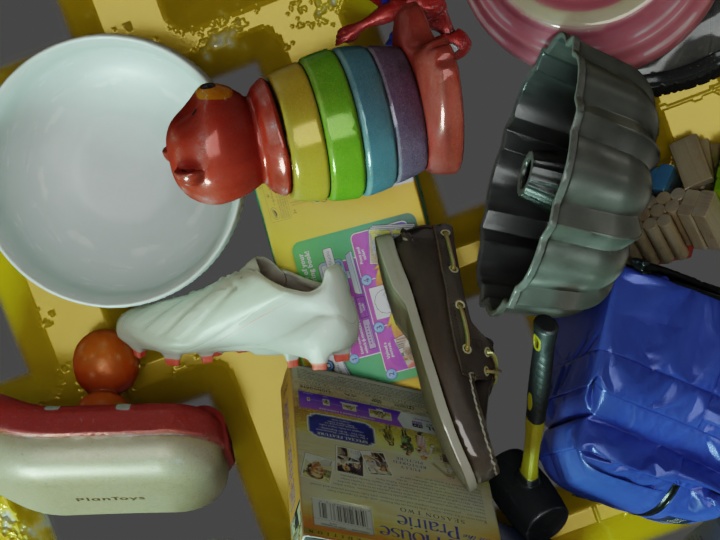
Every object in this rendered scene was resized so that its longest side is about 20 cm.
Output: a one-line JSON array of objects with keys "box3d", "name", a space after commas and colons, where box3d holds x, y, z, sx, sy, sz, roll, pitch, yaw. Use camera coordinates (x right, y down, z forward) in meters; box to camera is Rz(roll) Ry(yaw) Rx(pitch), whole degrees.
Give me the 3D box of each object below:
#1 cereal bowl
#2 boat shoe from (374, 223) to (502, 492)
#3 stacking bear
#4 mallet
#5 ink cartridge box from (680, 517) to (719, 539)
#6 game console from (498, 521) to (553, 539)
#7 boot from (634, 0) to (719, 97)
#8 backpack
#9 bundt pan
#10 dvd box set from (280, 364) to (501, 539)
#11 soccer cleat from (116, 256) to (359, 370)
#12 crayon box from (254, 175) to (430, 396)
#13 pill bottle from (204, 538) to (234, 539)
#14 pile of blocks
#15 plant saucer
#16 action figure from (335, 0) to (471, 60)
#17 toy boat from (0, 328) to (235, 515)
[{"box3d": [-0.177, -0.075, 1.548, 0.199, 0.083, 0.202, 1, 96, 6], "name": "cereal bowl"}, {"box3d": [0.065, 0.057, 1.477, 0.059, 0.072, 0.201, -16, 62, -6], "name": "boat shoe"}, {"box3d": [-0.038, -0.100, 1.459, 0.199, 0.122, 0.114, -13, 118, -9], "name": "stacking bear"}, {"box3d": [0.115, 0.100, 1.460, 0.041, 0.066, 0.201, -20, 132, -21], "name": "mallet"}, {"box3d": [0.316, 0.211, 1.513, 0.175, 0.200, 0.084, -38, 96, 7], "name": "ink cartridge box"}, {"box3d": [0.046, 0.230, 1.548, 0.199, 0.171, 0.119, 18, 92, 0], "name": "game console"}, {"box3d": [0.237, -0.201, 1.534, 0.199, 0.070, 0.133, -13, 88, 3], "name": "boot"}, {"box3d": [0.236, 0.099, 1.516, 0.199, 0.162, 0.169, 17, 82, -11], "name": "backpack"}, {"box3d": [0.147, -0.057, 1.450, 0.075, 0.202, 0.203, 15, 99, -11], "name": "bundt pan"}, {"box3d": [0.020, 0.145, 1.464, 0.145, 0.200, 0.030, 12, 120, -13], "name": "dvd box set"}, {"box3d": [-0.090, 0.028, 1.534, 0.199, 0.069, 0.078, 1, 100, 28], "name": "soccer cleat"}, {"box3d": [0.000, 0.000, 1.567, 0.118, 0.058, 0.201, -14, 97, 5], "name": "crayon box"}, {"box3d": [-0.110, 0.270, 1.539, 0.113, 0.200, 0.115, 0, 98, 2], "name": "pill bottle"}, {"box3d": [0.240, -0.044, 1.560, 0.199, 0.082, 0.062, -20, 140, 14], "name": "pile of blocks"}, {"box3d": [0.162, -0.240, 1.500, 0.199, 0.051, 0.202, -2, 83, 15], "name": "plant saucer"}, {"box3d": [-0.016, -0.196, 1.537, 0.199, 0.065, 0.099, 32, 88, -2], "name": "action figure"}, {"box3d": [-0.194, 0.107, 1.574, 0.198, 0.131, 0.132, -1, 68, 2], "name": "toy boat"}]
